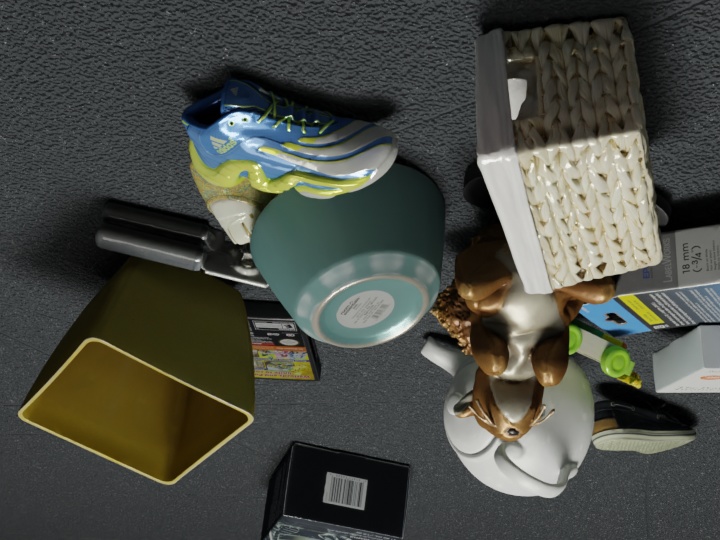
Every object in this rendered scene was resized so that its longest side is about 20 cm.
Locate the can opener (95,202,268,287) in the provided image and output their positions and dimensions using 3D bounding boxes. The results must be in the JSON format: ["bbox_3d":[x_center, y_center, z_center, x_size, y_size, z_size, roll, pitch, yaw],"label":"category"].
[{"bbox_3d":[-0.186,-0.018,1.225,0.198,0.054,0.067,13,150,-8],"label":"can opener"}]

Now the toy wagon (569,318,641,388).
[{"bbox_3d":[0.231,0.075,1.235,0.199,0.040,0.155,24,-179,-25],"label":"toy wagon"}]

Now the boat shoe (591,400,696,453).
[{"bbox_3d":[0.372,0.203,1.482,0.199,0.063,0.074,11,150,-39],"label":"boat shoe"}]

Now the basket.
[{"bbox_3d":[0.173,-0.091,0.919,0.122,0.136,0.200,-8,145,16],"label":"basket"}]

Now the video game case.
[{"bbox_3d":[-0.158,0.089,1.439,0.198,0.026,0.181,3,150,7],"label":"video game case"}]

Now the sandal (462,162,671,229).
[{"bbox_3d":[0.194,-0.056,1.077,0.198,0.043,0.076,8,151,-2],"label":"sandal"}]

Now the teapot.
[{"bbox_3d":[0.166,0.168,1.318,0.145,0.199,0.199,13,161,-32],"label":"teapot"}]

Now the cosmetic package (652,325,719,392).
[{"bbox_3d":[0.438,0.097,1.227,0.198,0.052,0.151,0,163,-4],"label":"cosmetic package"}]

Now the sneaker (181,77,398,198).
[{"bbox_3d":[-0.071,-0.118,0.997,0.198,0.076,0.105,-3,149,20],"label":"sneaker"}]

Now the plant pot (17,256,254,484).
[{"bbox_3d":[-0.235,0.094,1.277,0.199,0.177,0.200,30,134,-22],"label":"plant pot"}]

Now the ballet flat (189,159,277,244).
[{"bbox_3d":[-0.101,-0.044,1.145,0.070,0.071,0.200,-12,145,31],"label":"ballet flat"}]

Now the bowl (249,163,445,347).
[{"bbox_3d":[0.000,0.000,1.097,0.199,0.106,0.202,-11,143,-8],"label":"bowl"}]

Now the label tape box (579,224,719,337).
[{"bbox_3d":[0.324,0.010,1.116,0.199,0.064,0.144,-9,160,28],"label":"label tape box"}]

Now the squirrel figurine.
[{"bbox_3d":[0.145,0.061,1.102,0.140,0.200,0.188,-3,115,-7],"label":"squirrel figurine"}]

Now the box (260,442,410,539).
[{"bbox_3d":[-0.043,0.383,1.838,0.198,0.125,0.197,13,153,-10],"label":"box"}]
